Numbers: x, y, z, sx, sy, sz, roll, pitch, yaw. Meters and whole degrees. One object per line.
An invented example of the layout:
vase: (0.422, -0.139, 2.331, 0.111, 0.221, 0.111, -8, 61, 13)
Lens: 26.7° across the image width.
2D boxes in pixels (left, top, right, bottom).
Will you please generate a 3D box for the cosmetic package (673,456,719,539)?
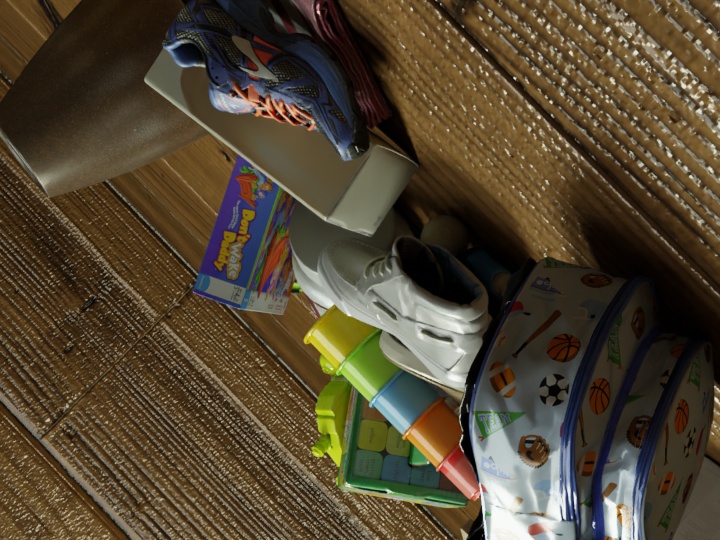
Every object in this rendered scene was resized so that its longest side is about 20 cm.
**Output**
cosmetic package: (0.241, 0.180, 1.201, 0.200, 0.083, 0.051, 37, 168, 45)

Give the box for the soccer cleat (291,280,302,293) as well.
soccer cleat: (-0.043, -0.013, 1.551, 0.067, 0.082, 0.200, -1, 165, 21)

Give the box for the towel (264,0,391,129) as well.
towel: (-0.066, -0.196, 1.142, 0.200, 0.023, 0.144, 39, 168, 37)

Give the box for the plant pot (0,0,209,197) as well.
plant pot: (-0.247, -0.167, 1.454, 0.187, 0.200, 0.187, 49, 168, 14)

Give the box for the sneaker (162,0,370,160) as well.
sneaker: (-0.067, -0.135, 1.096, 0.200, 0.078, 0.075, 42, 170, 31)

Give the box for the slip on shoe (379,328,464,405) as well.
slip on shoe: (0.102, 0.098, 1.270, 0.199, 0.061, 0.076, 17, -153, -21)

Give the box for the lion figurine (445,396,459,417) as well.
lion figurine: (0.102, 0.066, 1.336, 0.072, 0.122, 0.201, 9, 127, 60)

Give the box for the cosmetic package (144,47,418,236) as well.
cosmetic package: (-0.061, -0.116, 1.193, 0.200, 0.071, 0.105, 37, -172, 19)

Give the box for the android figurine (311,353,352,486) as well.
android figurine: (0.025, 0.140, 1.617, 0.041, 0.200, 0.182, -2, 132, 53)

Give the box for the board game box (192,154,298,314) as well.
board game box: (-0.085, -0.033, 1.353, 0.044, 0.135, 0.200, 19, 180, 8)

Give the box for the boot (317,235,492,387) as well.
boot: (0.035, 0.004, 1.205, 0.200, 0.073, 0.096, 35, 146, 36)

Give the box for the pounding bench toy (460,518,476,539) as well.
pounding bench toy: (0.191, 0.232, 1.413, 0.124, 0.156, 0.200, 43, 170, 19)

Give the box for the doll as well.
doll: (0.121, 0.036, 1.216, 0.200, 0.048, 0.137, 45, 166, 5)

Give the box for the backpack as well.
backpack: (0.142, 0.094, 0.976, 0.153, 0.201, 0.191, 4, 140, 28)

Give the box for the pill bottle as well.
pill bottle: (0.000, 0.000, 1.398, 0.114, 0.114, 0.200, 42, 170, 23)

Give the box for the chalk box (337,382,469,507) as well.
chalk box: (0.047, 0.158, 1.465, 0.123, 0.125, 0.200, 10, 169, -1)

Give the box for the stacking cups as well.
stacking cups: (0.042, 0.107, 1.288, 0.200, 0.061, 0.061, 44, 171, 8)
